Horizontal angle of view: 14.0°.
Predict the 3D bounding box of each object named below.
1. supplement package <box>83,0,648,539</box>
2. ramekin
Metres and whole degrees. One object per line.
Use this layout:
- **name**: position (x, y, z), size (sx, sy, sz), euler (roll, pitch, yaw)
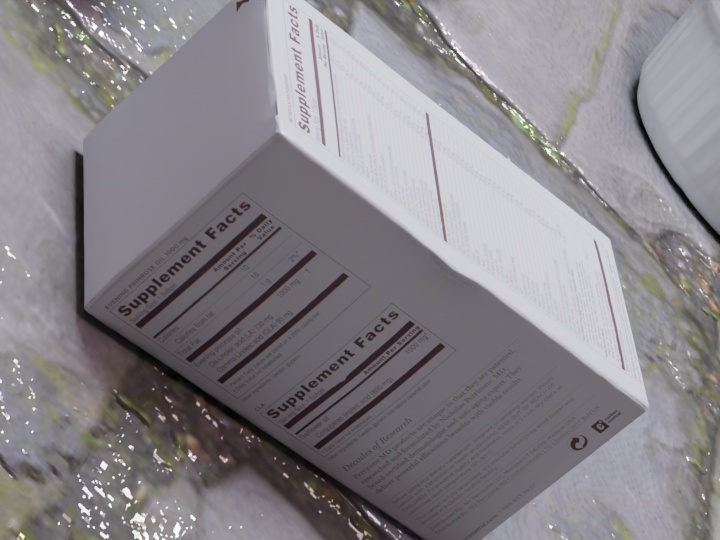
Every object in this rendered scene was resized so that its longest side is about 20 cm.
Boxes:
- **supplement package**: position (0.000, 0.000, 1.149), size (0.200, 0.109, 0.114), euler (36, 27, -28)
- **ramekin**: position (0.248, -0.079, 1.714), size (0.202, 0.094, 0.203), euler (39, 25, -22)
